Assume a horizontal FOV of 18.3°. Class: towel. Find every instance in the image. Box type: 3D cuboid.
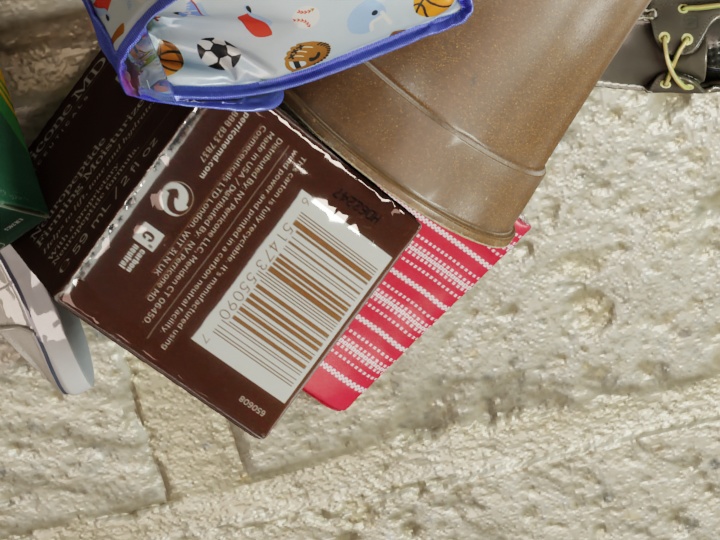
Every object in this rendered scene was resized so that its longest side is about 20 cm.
[{"bbox_3d":[0.000,0.000,1.525,0.144,0.023,0.200,35,112,-26],"label":"towel"}]

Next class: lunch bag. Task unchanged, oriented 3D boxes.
[{"bbox_3d":[-0.060,-0.182,1.234,0.199,0.170,0.124,-22,133,-5],"label":"lunch bag"}]

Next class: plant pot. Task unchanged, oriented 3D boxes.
[{"bbox_3d":[0.070,-0.153,1.344,0.200,0.200,0.199,30,107,-23],"label":"plant pot"}]

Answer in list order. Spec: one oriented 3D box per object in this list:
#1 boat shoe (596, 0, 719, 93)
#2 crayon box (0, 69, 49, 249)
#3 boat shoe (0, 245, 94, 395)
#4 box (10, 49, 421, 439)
[{"bbox_3d":[0.218,-0.148,1.434,0.200,0.061,0.072,-7,123,-3],"label":"boat shoe"},{"bbox_3d":[-0.275,-0.091,1.352,0.125,0.201,0.052,-31,157,24],"label":"crayon box"},{"bbox_3d":[-0.250,0.007,1.466,0.086,0.075,0.202,-23,119,6],"label":"boat shoe"},{"bbox_3d":[-0.100,-0.032,1.359,0.164,0.200,0.166,36,90,-27],"label":"box"}]
